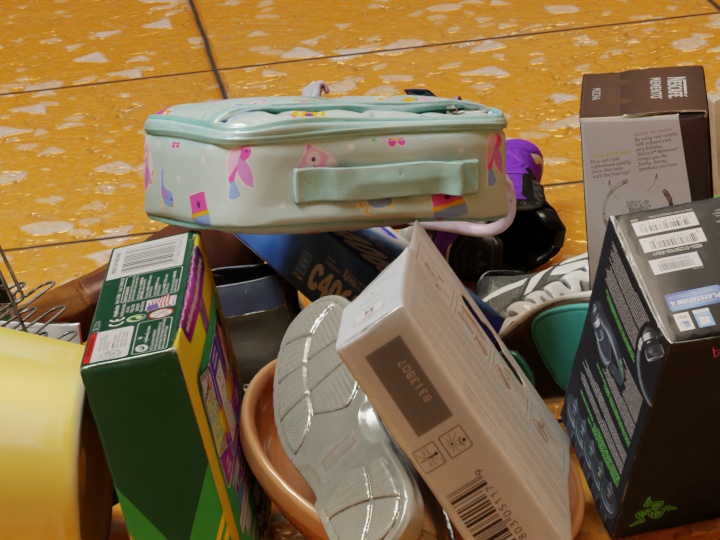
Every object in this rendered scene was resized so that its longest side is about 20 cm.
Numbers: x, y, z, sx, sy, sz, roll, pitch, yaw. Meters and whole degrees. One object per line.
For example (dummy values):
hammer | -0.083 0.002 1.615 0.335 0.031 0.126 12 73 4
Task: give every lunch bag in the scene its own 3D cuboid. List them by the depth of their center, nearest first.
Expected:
lunch bag | -0.015 -0.064 1.639 0.199 0.077 0.160 -5 5 -25

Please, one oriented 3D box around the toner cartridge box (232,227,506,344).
toner cartridge box | 0.000 0.000 1.737 0.095 0.043 0.200 19 11 -32

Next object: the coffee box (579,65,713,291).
coffee box | 0.181 -0.017 1.755 0.080 0.201 0.113 -3 19 7

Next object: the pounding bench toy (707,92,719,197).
pounding bench toy | 0.297 -0.048 1.941 0.199 0.125 0.156 -10 19 -16

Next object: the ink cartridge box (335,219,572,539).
ink cartridge box | 0.053 0.070 1.508 0.057 0.163 0.200 -34 10 7

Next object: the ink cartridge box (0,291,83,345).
ink cartridge box | -0.248 0.069 1.758 0.199 0.109 0.050 3 20 21

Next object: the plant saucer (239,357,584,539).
plant saucer | 0.026 0.113 1.568 0.200 0.038 0.200 15 31 -9

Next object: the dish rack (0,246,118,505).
dish rack | -0.212 0.053 1.638 0.153 0.200 0.055 -5 25 45

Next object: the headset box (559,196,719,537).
headset box | 0.215 0.051 1.560 0.174 0.200 0.093 -10 54 -15

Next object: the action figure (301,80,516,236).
action figure | 0.000 -0.043 1.929 0.199 0.134 0.149 -19 44 -3

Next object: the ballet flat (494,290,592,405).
ballet flat | 0.120 0.048 1.698 0.200 0.070 0.069 -25 2 41

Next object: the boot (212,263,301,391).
boot | -0.120 0.040 1.830 0.199 0.097 0.075 2 19 19

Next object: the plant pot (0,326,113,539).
plant pot | -0.234 0.105 1.512 0.188 0.201 0.201 1 19 4

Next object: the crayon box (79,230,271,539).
crayon box | -0.097 0.092 1.537 0.058 0.173 0.200 -12 18 4

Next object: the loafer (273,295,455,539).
loafer | 0.004 0.096 1.495 0.072 0.063 0.200 -38 37 16

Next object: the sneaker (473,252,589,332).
sneaker | 0.120 0.023 1.867 0.090 0.067 0.200 13 28 38

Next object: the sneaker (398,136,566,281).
sneaker | 0.109 -0.037 2.065 0.099 0.070 0.200 11 27 24

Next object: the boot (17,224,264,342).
boot | -0.180 0.012 1.868 0.200 0.069 0.188 -12 -6 -38
